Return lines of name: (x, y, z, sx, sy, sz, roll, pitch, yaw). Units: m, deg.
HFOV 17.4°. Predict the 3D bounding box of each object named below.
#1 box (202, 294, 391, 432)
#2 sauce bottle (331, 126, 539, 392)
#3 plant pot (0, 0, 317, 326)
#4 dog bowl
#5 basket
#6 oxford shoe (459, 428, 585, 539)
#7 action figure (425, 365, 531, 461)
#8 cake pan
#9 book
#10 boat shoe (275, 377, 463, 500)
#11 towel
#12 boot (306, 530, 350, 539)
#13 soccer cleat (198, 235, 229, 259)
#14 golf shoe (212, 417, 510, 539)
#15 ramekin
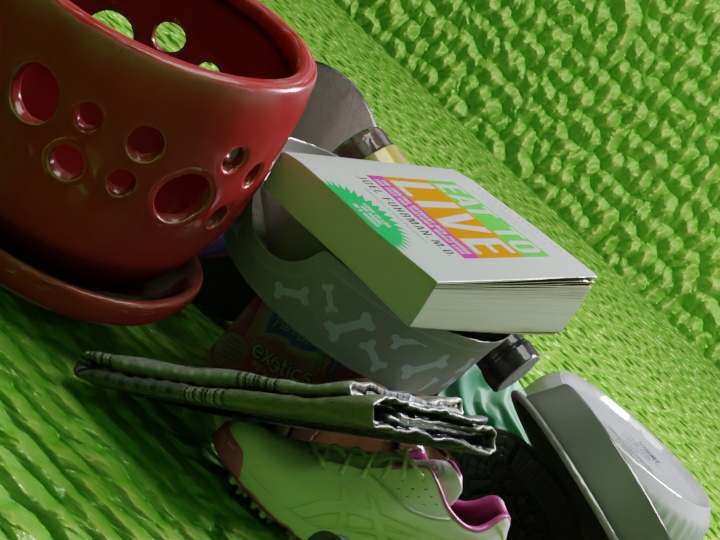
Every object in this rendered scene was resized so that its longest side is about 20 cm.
box: (-0.012, 0.055, 1.612, 0.095, 0.103, 0.200, 43, 10, 14)
sauce bottle: (0.049, -0.007, 1.616, 0.200, 0.065, 0.065, 51, 12, 13)
plant pot: (-0.151, -0.084, 1.378, 0.200, 0.183, 0.201, 25, 23, -11)
dog bowl: (0.000, 0.000, 1.471, 0.200, 0.059, 0.200, 34, 17, -12)
basket: (-0.066, -0.045, 1.725, 0.135, 0.181, 0.200, 14, 20, 5)
oxford shoe: (0.116, 0.183, 1.578, 0.201, 0.072, 0.084, 62, -1, -24)
action figure: (0.111, 0.163, 1.672, 0.201, 0.118, 0.055, 58, -32, -8)
cake pan: (0.165, 0.159, 1.563, 0.201, 0.037, 0.200, 60, -3, 6)
book: (0.043, -0.018, 1.441, 0.134, 0.048, 0.200, 43, 21, 25)
boat shoe: (0.022, 0.127, 1.523, 0.068, 0.072, 0.200, 46, 12, 34)
towel: (-0.037, 0.071, 1.349, 0.199, 0.035, 0.192, 7, -6, 25)
boot: (0.057, 0.231, 1.225, 0.200, 0.066, 0.165, 29, 24, -38)
soccer cleat: (-0.094, -0.046, 1.546, 0.199, 0.077, 0.067, -15, 42, -24)
golf shoe: (0.004, 0.130, 1.393, 0.200, 0.092, 0.075, 34, 13, -26)
ramekin: (0.180, 0.169, 1.830, 0.200, 0.105, 0.200, 39, 10, -8)
